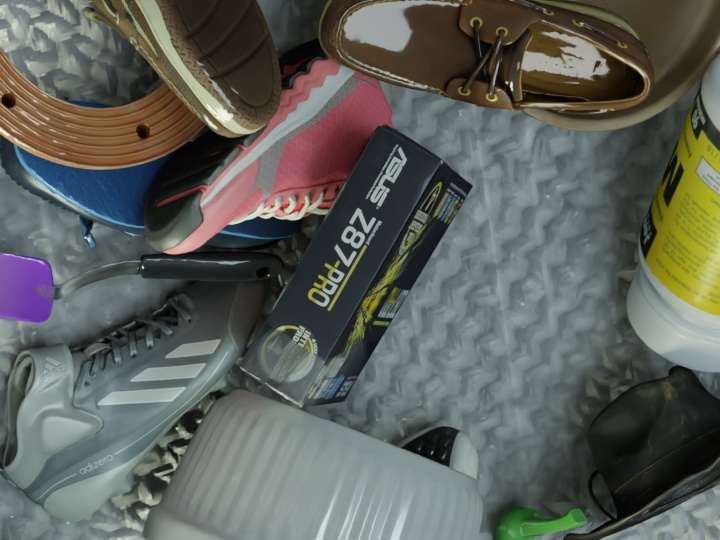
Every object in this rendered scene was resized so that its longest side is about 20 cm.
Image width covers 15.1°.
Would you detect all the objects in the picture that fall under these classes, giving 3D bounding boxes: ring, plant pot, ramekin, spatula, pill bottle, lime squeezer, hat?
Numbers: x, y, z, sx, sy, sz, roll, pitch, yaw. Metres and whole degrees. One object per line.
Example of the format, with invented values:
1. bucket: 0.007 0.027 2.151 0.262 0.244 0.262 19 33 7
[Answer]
1. ring: -0.157 -0.154 1.532 0.200 0.019 0.201 7 76 -30
2. plant pot: 0.130 -0.192 1.656 0.200 0.093 0.202 -8 108 -25
3. ramekin: -0.022 0.146 1.628 0.200 0.200 0.105 23 84 -29
4. spatula: -0.143 0.003 1.587 0.199 0.021 0.057 -6 137 -12
5. pill bottle: 0.241 -0.037 1.704 0.114 0.114 0.200 -6 137 -24
6. lime squeezer: 0.112 0.201 1.781 0.038 0.071 0.200 -22 144 -32
7. hat: 0.203 0.108 1.755 0.200 0.201 0.081 -21 80 -19

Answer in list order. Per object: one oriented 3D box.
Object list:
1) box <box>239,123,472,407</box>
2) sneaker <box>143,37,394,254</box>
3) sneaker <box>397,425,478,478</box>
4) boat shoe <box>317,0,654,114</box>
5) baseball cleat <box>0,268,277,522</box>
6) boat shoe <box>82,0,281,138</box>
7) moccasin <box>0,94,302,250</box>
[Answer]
1. box: 0.000 0.000 1.595 0.049 0.200 0.161 33 91 7
2. sneaker: -0.042 -0.059 1.561 0.200 0.074 0.087 -46 110 -37
3. sneaker: 0.036 0.196 1.745 0.081 0.075 0.201 11 99 -47
4. boat shoe: 0.076 -0.129 1.557 0.199 0.068 0.072 8 108 -16
5. baseball cleat: -0.138 0.056 1.612 0.106 0.070 0.200 39 85 -29
6. boat shoe: -0.117 -0.158 1.504 0.075 0.075 0.203 -25 85 -46
7. moccasin: -0.128 -0.042 1.580 0.200 0.068 0.081 20 67 -33
